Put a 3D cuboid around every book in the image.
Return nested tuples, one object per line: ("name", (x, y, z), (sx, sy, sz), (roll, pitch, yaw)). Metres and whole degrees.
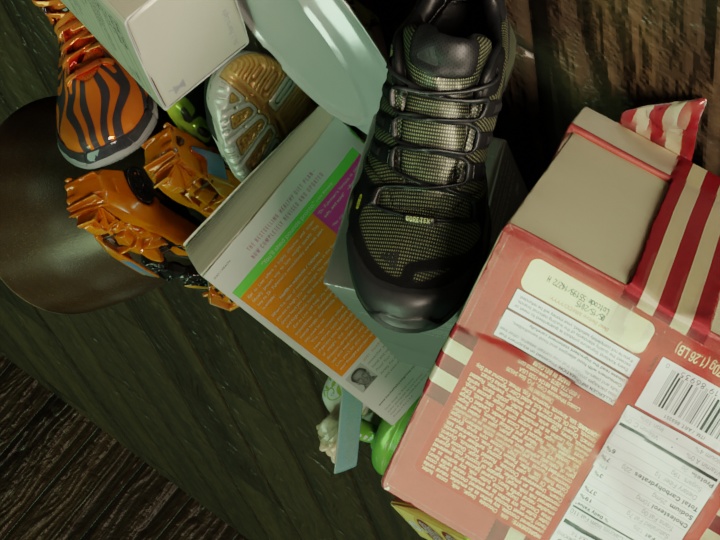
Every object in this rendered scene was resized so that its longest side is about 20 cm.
("book", (0.000, 0.000, 1.147), (0.200, 0.134, 0.048), (41, -175, -34))

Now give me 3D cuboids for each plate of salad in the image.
("plate of salad", (-0.028, -0.154, 1.011), (0.200, 0.048, 0.200), (48, 170, 11))

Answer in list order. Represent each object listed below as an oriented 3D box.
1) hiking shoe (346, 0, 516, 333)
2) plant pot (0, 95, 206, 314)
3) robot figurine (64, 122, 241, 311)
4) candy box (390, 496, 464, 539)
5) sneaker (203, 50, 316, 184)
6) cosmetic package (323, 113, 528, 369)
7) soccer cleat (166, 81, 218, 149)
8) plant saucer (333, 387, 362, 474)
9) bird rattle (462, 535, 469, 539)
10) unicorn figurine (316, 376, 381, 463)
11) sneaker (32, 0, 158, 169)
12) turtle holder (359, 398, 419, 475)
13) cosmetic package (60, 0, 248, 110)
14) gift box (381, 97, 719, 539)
("hiking shoe", (0.031, -0.071, 0.845), (0.075, 0.202, 0.101), (5, 152, 11))
("plant pot", (-0.187, -0.061, 1.421), (0.199, 0.188, 0.187), (-4, 136, 49))
("robot figurine", (-0.116, -0.031, 1.272), (0.200, 0.144, 0.059), (35, -143, -49))
("candy box", (0.128, 0.192, 1.447), (0.057, 0.117, 0.199), (49, 161, -31))
("sneaker", (-0.070, -0.097, 1.167), (0.087, 0.076, 0.200), (37, 175, 27))
("cosmetic package", (0.051, -0.006, 1.026), (0.089, 0.108, 0.200), (12, 170, 20))
("soccer cleat", (-0.123, -0.130, 1.257), (0.083, 0.065, 0.201), (35, 163, 31))
("plant saucer", (-0.002, 0.044, 1.247), (0.019, 0.202, 0.070), (4, 177, 1))
("bird rattle", (0.130, 0.145, 1.049), (0.199, 0.113, 0.163), (27, 175, 42))
("unicorn figurine", (0.009, 0.047, 1.339), (0.073, 0.202, 0.137), (6, 169, 15))
("sneaker", (-0.197, -0.159, 1.197), (0.201, 0.077, 0.113), (-109, -4, -52))
("turtle holder", (0.083, 0.125, 1.329), (0.131, 0.141, 0.186), (33, 161, 17))
("cosmetic package", (-0.163, -0.205, 1.063), (0.200, 0.073, 0.104), (45, 168, 23))
("gift box", (0.143, 0.035, 0.843), (0.184, 0.187, 0.201), (33, 119, 5))
